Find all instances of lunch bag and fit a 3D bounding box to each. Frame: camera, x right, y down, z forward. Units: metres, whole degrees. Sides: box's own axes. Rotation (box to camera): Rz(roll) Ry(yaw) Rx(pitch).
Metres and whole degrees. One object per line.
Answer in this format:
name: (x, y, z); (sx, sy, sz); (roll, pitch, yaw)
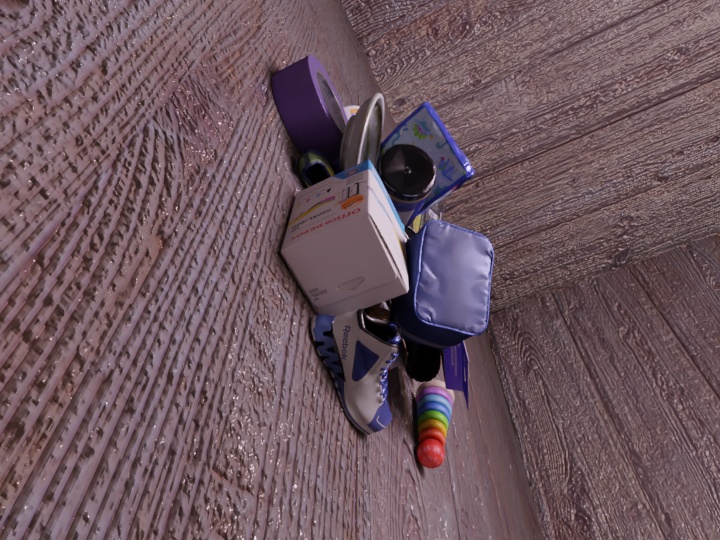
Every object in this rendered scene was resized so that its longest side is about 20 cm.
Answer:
lunch bag: (0.134, -0.225, 1.117); (0.171, 0.127, 0.200); (56, -25, 2)
lunch bag: (0.126, 0.021, 0.894); (0.132, 0.135, 0.202); (137, -32, -63)

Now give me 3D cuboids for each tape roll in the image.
tape roll: (-0.092, -0.318, 1.091); (0.200, 0.084, 0.202); (-21, 90, -76)

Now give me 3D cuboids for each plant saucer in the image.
plant saucer: (-0.002, -0.236, 1.032); (0.200, 0.050, 0.203); (14, 90, -81)

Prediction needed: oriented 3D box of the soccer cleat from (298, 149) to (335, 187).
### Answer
soccer cleat: (-0.052, -0.131, 1.011); (0.201, 0.064, 0.084); (56, 14, -27)

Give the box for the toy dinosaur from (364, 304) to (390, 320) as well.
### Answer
toy dinosaur: (0.017, 0.072, 0.919); (0.199, 0.060, 0.108); (-7, 108, -49)

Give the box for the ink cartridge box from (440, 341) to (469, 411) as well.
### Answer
ink cartridge box: (0.172, 0.136, 1.035); (0.199, 0.043, 0.202); (76, 7, -48)

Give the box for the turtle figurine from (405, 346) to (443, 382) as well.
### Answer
turtle figurine: (0.143, 0.158, 1.222); (0.100, 0.150, 0.201); (-19, 72, -36)

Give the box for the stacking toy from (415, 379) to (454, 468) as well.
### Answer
stacking toy: (0.148, 0.318, 1.104); (0.086, 0.085, 0.201); (62, 21, -23)

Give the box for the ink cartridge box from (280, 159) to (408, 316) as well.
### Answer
ink cartridge box: (-0.019, -0.050, 0.854); (0.145, 0.146, 0.201); (60, 16, -28)

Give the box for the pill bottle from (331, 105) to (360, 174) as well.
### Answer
pill bottle: (-0.014, -0.258, 1.236); (0.112, 0.111, 0.202); (-8, 78, -75)

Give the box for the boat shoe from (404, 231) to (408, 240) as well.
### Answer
boat shoe: (0.057, -0.042, 1.000); (0.200, 0.073, 0.063); (43, 20, -12)

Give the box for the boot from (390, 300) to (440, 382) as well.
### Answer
boot: (0.103, 0.096, 1.068); (0.158, 0.079, 0.213); (-82, 150, -61)

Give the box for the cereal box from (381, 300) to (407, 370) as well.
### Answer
cereal box: (0.036, 0.117, 1.033); (0.200, 0.039, 0.145); (11, 60, -74)

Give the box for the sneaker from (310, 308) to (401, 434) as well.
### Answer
sneaker: (0.018, 0.139, 0.791); (0.081, 0.114, 0.201); (-70, 137, -67)

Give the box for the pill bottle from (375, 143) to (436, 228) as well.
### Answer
pill bottle: (0.068, -0.145, 1.051); (0.200, 0.111, 0.113); (115, -40, -67)

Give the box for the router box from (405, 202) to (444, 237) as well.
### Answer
router box: (0.118, -0.134, 1.264); (0.157, 0.052, 0.201); (39, 37, -17)
